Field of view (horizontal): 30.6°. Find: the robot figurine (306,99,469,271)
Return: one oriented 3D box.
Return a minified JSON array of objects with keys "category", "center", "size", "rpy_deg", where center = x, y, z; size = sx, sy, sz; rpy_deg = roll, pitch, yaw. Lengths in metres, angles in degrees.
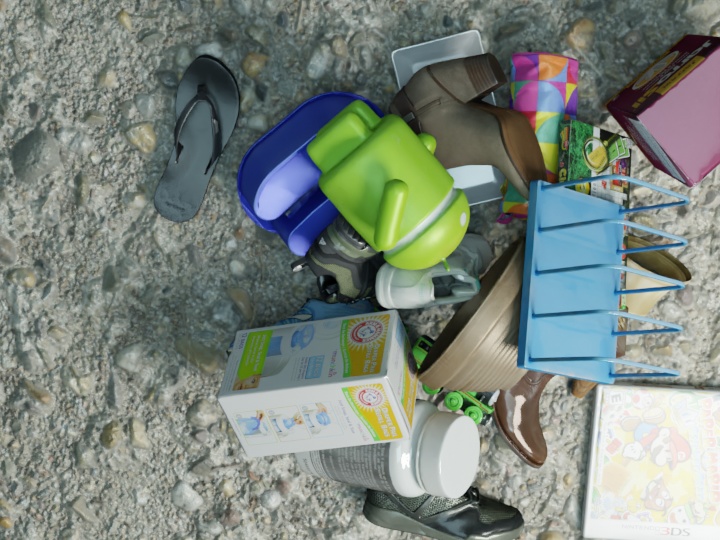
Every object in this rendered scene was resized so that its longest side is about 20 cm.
[{"category":"robot figurine","center":[0.035,-0.085,1.417],"size":[0.116,0.176,0.200],"rpy_deg":[-38,100,24]}]

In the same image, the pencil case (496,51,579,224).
[{"category":"pencil case","center":[0.202,-0.150,1.514],"size":[0.088,0.088,0.201],"rpy_deg":[6,93,0]}]

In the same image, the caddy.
[{"category":"caddy","center":[-0.049,-0.115,1.527],"size":[0.200,0.105,0.141],"rpy_deg":[-38,120,7]}]

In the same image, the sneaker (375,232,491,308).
[{"category":"sneaker","center":[0.108,0.008,1.502],"size":[0.088,0.200,0.076],"rpy_deg":[7,109,37]}]

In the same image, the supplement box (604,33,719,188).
[{"category":"supplement box","center":[0.363,-0.181,1.457],"size":[0.131,0.200,0.103],"rpy_deg":[-40,98,7]}]

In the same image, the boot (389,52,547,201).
[{"category":"boot","center":[0.116,-0.143,1.484],"size":[0.146,0.070,0.201],"rpy_deg":[-27,74,34]}]

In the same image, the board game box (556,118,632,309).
[{"category":"board game box","center":[0.261,-0.061,1.482],"size":[0.104,0.023,0.201],"rpy_deg":[10,79,-34]}]

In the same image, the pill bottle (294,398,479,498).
[{"category":"pill bottle","center":[0.031,0.201,1.539],"size":[0.199,0.114,0.114],"rpy_deg":[7,103,33]}]

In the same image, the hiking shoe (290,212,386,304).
[{"category":"hiking shoe","center":[0.000,0.000,1.528],"size":[0.100,0.076,0.200],"rpy_deg":[-34,143,17]}]

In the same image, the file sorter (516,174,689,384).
[{"category":"file sorter","center":[0.262,0.010,1.385],"size":[0.138,0.122,0.201],"rpy_deg":[13,77,-36]}]

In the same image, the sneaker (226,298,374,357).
[{"category":"sneaker","center":[-0.066,0.081,1.585],"size":[0.199,0.090,0.079],"rpy_deg":[-13,130,19]}]

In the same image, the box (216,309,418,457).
[{"category":"box","center":[-0.043,0.128,1.484],"size":[0.199,0.113,0.102],"rpy_deg":[-8,129,17]}]

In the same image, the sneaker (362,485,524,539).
[{"category":"sneaker","center":[0.109,0.268,1.611],"size":[0.198,0.076,0.115],"rpy_deg":[12,107,4]}]

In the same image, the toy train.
[{"category":"toy train","center":[0.081,0.112,1.577],"size":[0.200,0.042,0.057],"rpy_deg":[35,95,11]}]

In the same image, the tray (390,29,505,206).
[{"category":"tray","center":[0.109,-0.174,1.553],"size":[0.107,0.022,0.201],"rpy_deg":[-14,100,3]}]

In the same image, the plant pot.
[{"category":"plant pot","center":[0.157,0.067,1.479],"size":[0.093,0.201,0.201],"rpy_deg":[36,100,0]}]

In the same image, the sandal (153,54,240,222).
[{"category":"sandal","center":[-0.191,-0.151,1.550],"size":[0.076,0.043,0.201],"rpy_deg":[14,101,-2]}]

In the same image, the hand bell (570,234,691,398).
[{"category":"hand bell","center":[0.303,0.068,1.579],"size":[0.104,0.104,0.201],"rpy_deg":[22,114,-3]}]

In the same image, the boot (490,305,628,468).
[{"category":"boot","center":[0.243,0.124,1.555],"size":[0.199,0.064,0.187],"rpy_deg":[-26,98,27]}]

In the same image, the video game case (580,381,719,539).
[{"category":"video game case","center":[0.372,0.239,1.629],"size":[0.181,0.023,0.201],"rpy_deg":[3,101,0]}]
